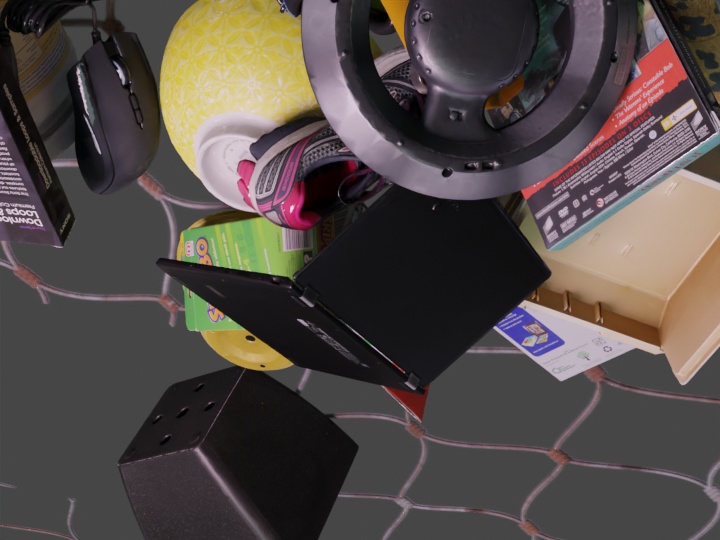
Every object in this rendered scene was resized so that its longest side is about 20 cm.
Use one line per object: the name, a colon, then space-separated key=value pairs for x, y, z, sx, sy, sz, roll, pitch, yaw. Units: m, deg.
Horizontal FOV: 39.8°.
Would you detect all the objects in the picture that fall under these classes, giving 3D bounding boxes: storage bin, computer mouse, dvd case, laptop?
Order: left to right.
computer mouse: x=-0.204 y=-0.128 z=0.755 sx=0.046 sy=0.140 sz=0.201 roll=26 pitch=129 yaw=25
laptop: x=0.000 y=0.000 z=0.715 sx=0.199 sy=0.116 sz=0.187 roll=8 pitch=157 yaw=36
dvd case: x=0.137 y=-0.134 z=0.644 sx=0.022 sy=0.201 sz=0.146 roll=-5 pitch=156 yaw=-40
storage bin: x=0.202 y=-0.025 z=0.772 sx=0.199 sy=0.094 sz=0.199 roll=18 pitch=129 yaw=-9

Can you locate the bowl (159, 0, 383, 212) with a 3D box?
bowl: x=-0.076 y=-0.111 z=0.788 sx=0.199 sy=0.108 sz=0.201 roll=9 pitch=140 yaw=8

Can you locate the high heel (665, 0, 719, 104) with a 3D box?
high heel: x=0.243 y=-0.184 z=0.643 sx=0.142 sy=0.072 sz=0.200 roll=7 pitch=138 yaw=-5

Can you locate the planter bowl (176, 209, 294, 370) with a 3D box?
planter bowl: x=-0.099 y=0.040 z=0.983 sx=0.199 sy=0.084 sz=0.201 roll=9 pitch=139 yaw=8

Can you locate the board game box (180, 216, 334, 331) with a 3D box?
board game box: x=-0.093 y=0.003 z=0.867 sx=0.199 sy=0.096 sz=0.030 roll=-5 pitch=178 yaw=45

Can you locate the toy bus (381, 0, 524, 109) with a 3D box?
toy bus: x=0.046 y=-0.201 z=0.630 sx=0.065 sy=0.078 sz=0.200 roll=1 pitch=129 yaw=50

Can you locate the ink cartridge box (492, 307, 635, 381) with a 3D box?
ink cartridge box: x=0.157 y=0.022 z=0.914 sx=0.200 sy=0.039 sz=0.099 roll=37 pitch=135 yaw=-24

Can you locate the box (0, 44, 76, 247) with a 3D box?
box: x=-0.299 y=-0.101 z=0.704 sx=0.142 sy=0.036 sz=0.201 roll=6 pitch=137 yaw=12

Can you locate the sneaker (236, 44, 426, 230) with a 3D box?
sneaker: x=0.011 y=-0.092 z=0.722 sx=0.075 sy=0.200 sz=0.081 roll=37 pitch=159 yaw=50

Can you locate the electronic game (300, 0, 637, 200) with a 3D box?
electronic game: x=0.064 y=-0.141 z=0.579 sx=0.199 sy=0.042 sz=0.201 roll=-1 pitch=103 yaw=-6

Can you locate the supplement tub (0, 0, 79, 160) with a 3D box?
supplement tub: x=-0.306 y=-0.180 z=0.755 sx=0.145 sy=0.146 sz=0.200 roll=-3 pitch=136 yaw=21

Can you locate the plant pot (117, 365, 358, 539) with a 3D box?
plant pot: x=-0.154 y=0.226 z=1.139 sx=0.199 sy=0.200 sz=0.178 roll=-18 pitch=118 yaw=34

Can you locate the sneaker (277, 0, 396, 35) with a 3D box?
sneaker: x=-0.043 y=-0.225 z=0.661 sx=0.199 sy=0.089 sz=0.079 roll=27 pitch=137 yaw=-12

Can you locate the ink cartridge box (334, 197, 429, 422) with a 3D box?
ink cartridge box: x=0.027 y=0.040 z=0.922 sx=0.050 sy=0.109 sz=0.200 roll=-19 pitch=129 yaw=35
